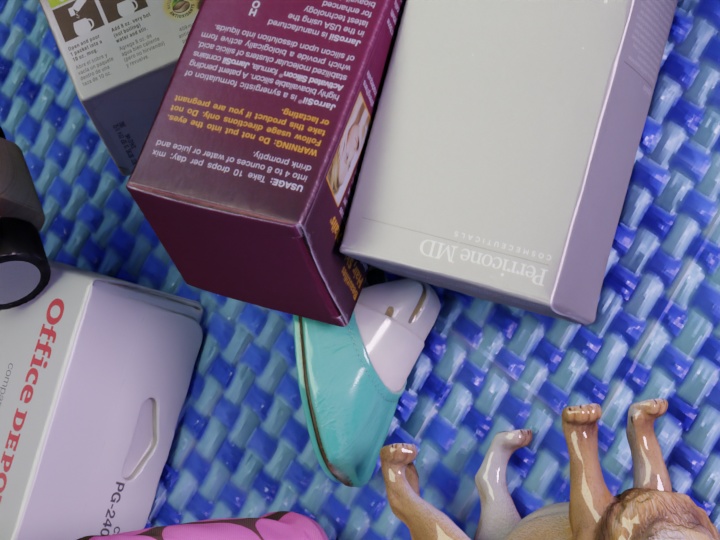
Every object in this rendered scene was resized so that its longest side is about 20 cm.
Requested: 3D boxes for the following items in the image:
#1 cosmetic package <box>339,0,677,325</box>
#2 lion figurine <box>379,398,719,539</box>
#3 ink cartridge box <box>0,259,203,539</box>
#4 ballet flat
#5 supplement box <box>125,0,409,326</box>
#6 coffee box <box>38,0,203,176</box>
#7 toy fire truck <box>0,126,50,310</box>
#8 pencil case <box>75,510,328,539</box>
[{"bbox_3d":[0.072,-0.084,1.162,0.107,0.090,0.200,13,84,18],"label":"cosmetic package"},{"bbox_3d":[0.084,0.125,1.133,0.200,0.072,0.123,-18,77,52],"label":"lion figurine"},{"bbox_3d":[-0.192,0.061,1.371,0.200,0.083,0.145,14,86,43],"label":"ink cartridge box"},{"bbox_3d":[0.000,0.000,1.236,0.070,0.067,0.200,-18,68,19],"label":"ballet flat"},{"bbox_3d":[-0.021,-0.092,1.187,0.086,0.110,0.200,14,69,17],"label":"supplement box"},{"bbox_3d":[-0.130,-0.165,1.321,0.080,0.113,0.200,-23,73,-2],"label":"coffee box"},{"bbox_3d":[-0.282,-0.028,1.284,0.176,0.200,0.129,-40,53,24],"label":"toy fire truck"},{"bbox_3d":[-0.113,0.155,1.204,0.094,0.200,0.091,-35,61,53],"label":"pencil case"}]
